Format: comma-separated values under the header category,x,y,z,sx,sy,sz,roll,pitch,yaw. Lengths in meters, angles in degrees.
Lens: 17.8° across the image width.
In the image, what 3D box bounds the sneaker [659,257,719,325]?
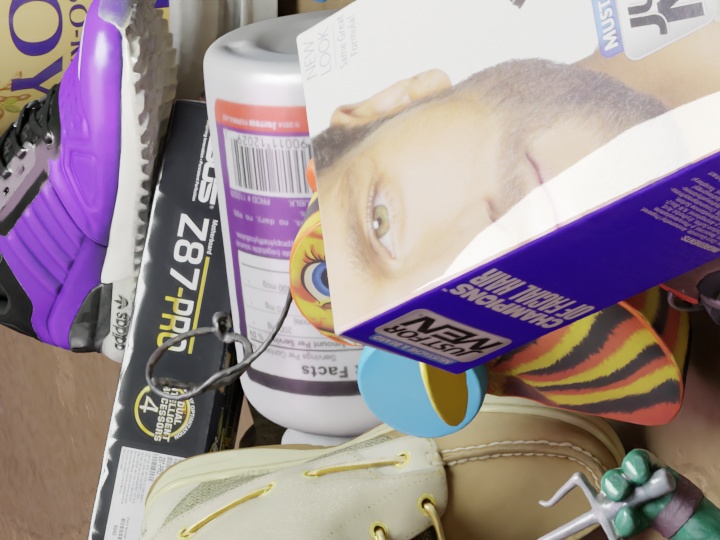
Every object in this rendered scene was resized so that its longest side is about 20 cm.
category,x,y,z,sx,sy,sz,roll,pitch,yaw
sneaker,0.101,-0.020,0.769,0.200,0.077,0.082,23,130,61

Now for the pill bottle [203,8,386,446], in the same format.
category,x,y,z,sx,sy,sz,roll,pitch,yaw
pill bottle,0.000,0.000,0.946,0.111,0.111,0.201,27,127,58

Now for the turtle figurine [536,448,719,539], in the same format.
category,x,y,z,sx,sy,sz,roll,pitch,yaw
turtle figurine,0.120,0.134,0.776,0.200,0.100,0.151,-20,71,56

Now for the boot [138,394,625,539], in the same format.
category,x,y,z,sx,sy,sz,roll,pitch,yaw
boot,0.000,0.120,0.852,0.155,0.199,0.072,-75,-29,-60

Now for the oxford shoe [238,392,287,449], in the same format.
category,x,y,z,sx,sy,sz,roll,pitch,yaw
oxford shoe,-0.019,0.076,1.102,0.075,0.058,0.200,30,153,15

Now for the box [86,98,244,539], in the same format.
category,x,y,z,sx,sy,sz,roll,pitch,yaw
box,-0.077,0.034,1.046,0.161,0.049,0.202,98,-178,-84

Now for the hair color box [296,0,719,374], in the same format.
category,x,y,z,sx,sy,sz,roll,pitch,yaw
hair color box,0.076,-0.057,0.682,0.199,0.065,0.110,-28,59,36

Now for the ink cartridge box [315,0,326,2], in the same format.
category,x,y,z,sx,sy,sz,roll,pitch,yaw
ink cartridge box,-0.020,-0.218,0.863,0.201,0.067,0.117,103,179,-46

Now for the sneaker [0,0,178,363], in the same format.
category,x,y,z,sx,sy,sz,roll,pitch,yaw
sneaker,-0.139,-0.040,1.023,0.070,0.099,0.201,-80,0,-49

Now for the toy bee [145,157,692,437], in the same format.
category,x,y,z,sx,sy,sz,roll,pitch,yaw
toy bee,0.017,0.005,0.816,0.131,0.199,0.109,-106,7,-53

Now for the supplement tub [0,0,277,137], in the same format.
category,x,y,z,sx,sy,sz,roll,pitch,yaw
supplement tub,-0.153,-0.131,1.080,0.145,0.199,0.147,170,90,-69
